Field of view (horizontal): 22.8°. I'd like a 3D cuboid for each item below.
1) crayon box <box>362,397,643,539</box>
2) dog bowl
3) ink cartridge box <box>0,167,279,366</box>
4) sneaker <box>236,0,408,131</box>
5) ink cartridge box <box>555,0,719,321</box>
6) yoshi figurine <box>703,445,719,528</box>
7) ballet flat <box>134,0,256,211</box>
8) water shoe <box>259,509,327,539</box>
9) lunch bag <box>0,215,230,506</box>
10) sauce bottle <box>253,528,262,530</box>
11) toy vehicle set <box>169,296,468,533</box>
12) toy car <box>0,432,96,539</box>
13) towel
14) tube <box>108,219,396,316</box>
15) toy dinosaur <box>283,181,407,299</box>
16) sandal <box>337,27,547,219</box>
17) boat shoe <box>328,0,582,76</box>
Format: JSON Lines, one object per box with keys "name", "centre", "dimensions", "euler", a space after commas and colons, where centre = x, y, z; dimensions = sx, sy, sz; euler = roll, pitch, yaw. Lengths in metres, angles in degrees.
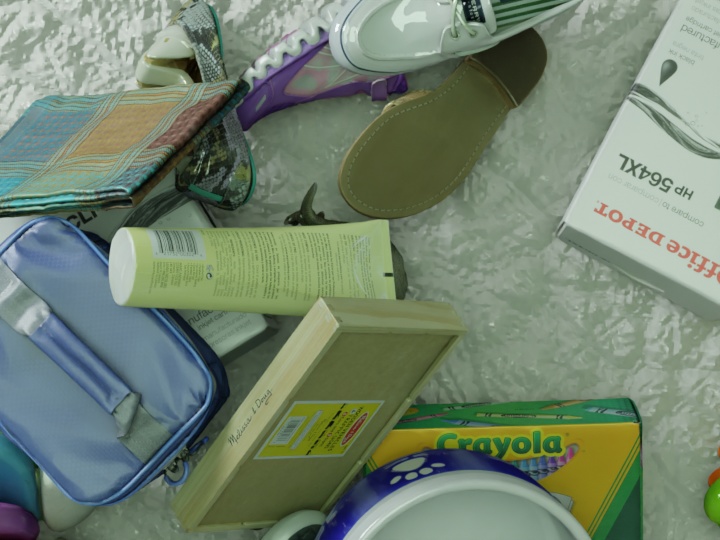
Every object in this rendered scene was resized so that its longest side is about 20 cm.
{"name": "crayon box", "centre": [0.102, 0.159, 1.290], "dimensions": [0.199, 0.058, 0.119], "euler": [-2, 104, 2]}
{"name": "dog bowl", "centre": [0.063, 0.226, 1.215], "dimensions": [0.199, 0.079, 0.201], "euler": [-3, 102, -13]}
{"name": "ink cartridge box", "centre": [-0.173, -0.005, 1.320], "dimensions": [0.144, 0.084, 0.201], "euler": [-31, 84, 0]}
{"name": "sneaker", "centre": [-0.010, -0.157, 1.334], "dimensions": [0.200, 0.080, 0.089], "euler": [-35, 100, 2]}
{"name": "ink cartridge box", "centre": [0.253, -0.082, 1.308], "dimensions": [0.146, 0.084, 0.201], "euler": [27, 86, 4]}
{"name": "yoshi figurine", "centre": [0.333, 0.117, 1.279], "dimensions": [0.112, 0.112, 0.200], "euler": [37, 90, -2]}
{"name": "ballet flat", "centre": [-0.127, -0.130, 1.295], "dimensions": [0.072, 0.072, 0.201], "euler": [-18, 53, 1]}
{"name": "water shoe", "centre": [-0.087, 0.243, 1.271], "dimensions": [0.071, 0.079, 0.201], "euler": [15, 109, -37]}
{"name": "lunch bag", "centre": [-0.184, 0.068, 1.207], "dimensions": [0.200, 0.132, 0.136], "euler": [44, 90, 5]}
{"name": "sauce bottle", "centre": [-0.039, 0.100, 1.275], "dimensions": [0.065, 0.065, 0.200], "euler": [38, 116, 5]}
{"name": "toy vehicle set", "centre": [-0.028, 0.099, 1.197], "dimensions": [0.200, 0.124, 0.027], "euler": [-54, 54, 27]}
{"name": "toy car", "centre": [-0.277, 0.191, 1.274], "dimensions": [0.174, 0.150, 0.201], "euler": [-1, 85, 3]}
{"name": "towel", "centre": [-0.187, -0.084, 1.217], "dimensions": [0.199, 0.147, 0.022], "euler": [-3, 126, 38]}
{"name": "tube", "centre": [-0.066, 0.001, 1.182], "dimensions": [0.199, 0.052, 0.058], "euler": [0, 115, -26]}
{"name": "toy dinosaur", "centre": [0.000, 0.000, 1.291], "dimensions": [0.102, 0.201, 0.077], "euler": [26, 52, 24]}
{"name": "sandal", "centre": [0.053, -0.104, 1.333], "dimensions": [0.212, 0.070, 0.078], "euler": [-44, 100, -24]}
{"name": "boat shoe", "centre": [0.075, -0.193, 1.280], "dimensions": [0.199, 0.067, 0.074], "euler": [-23, 104, -16]}
